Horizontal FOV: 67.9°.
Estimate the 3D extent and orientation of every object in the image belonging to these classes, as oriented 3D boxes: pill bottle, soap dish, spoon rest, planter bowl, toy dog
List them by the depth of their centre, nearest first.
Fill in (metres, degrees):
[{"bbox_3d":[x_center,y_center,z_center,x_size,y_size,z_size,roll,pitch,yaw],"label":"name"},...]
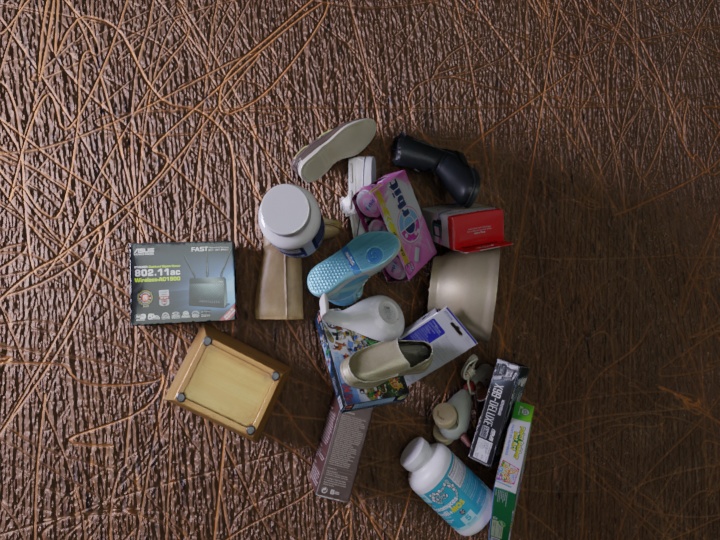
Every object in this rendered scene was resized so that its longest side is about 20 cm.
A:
[{"bbox_3d":[-0.122,-0.089,0.956,0.108,0.200,0.114,0,84,-1],"label":"pill bottle"},{"bbox_3d":[-0.250,0.217,1.022,0.197,0.081,0.160,28,80,-9],"label":"soap dish"},{"bbox_3d":[0.003,0.087,1.054,0.196,0.061,0.101,12,56,-29],"label":"spoon rest"},{"bbox_3d":[0.173,0.435,1.096,0.200,0.111,0.111,44,78,-6],"label":"pill bottle"},{"bbox_3d":[0.209,0.037,1.107,0.131,0.200,0.205,7,84,11],"label":"planter bowl"},{"bbox_3d":[0.232,0.289,1.120,0.096,0.132,0.202,33,84,33],"label":"toy dog"}]

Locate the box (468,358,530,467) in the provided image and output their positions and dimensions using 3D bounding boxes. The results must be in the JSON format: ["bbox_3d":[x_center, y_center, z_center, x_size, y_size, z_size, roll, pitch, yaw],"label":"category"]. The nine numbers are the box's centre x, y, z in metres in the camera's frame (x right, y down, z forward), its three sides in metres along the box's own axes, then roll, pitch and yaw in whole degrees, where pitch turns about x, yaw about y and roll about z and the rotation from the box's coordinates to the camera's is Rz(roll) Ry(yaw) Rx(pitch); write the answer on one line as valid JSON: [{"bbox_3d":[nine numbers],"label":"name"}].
[{"bbox_3d":[0.290,0.288,1.106,0.049,0.157,0.204,16,87,27],"label":"box"}]

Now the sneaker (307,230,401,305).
[{"bbox_3d":[0.000,0.000,1.065,0.197,0.131,0.081,-26,65,9],"label":"sneaker"}]

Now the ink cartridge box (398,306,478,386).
[{"bbox_3d":[0.136,0.149,1.081,0.100,0.199,0.039,49,34,-5],"label":"ink cartridge box"}]

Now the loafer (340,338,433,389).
[{"bbox_3d":[0.054,0.164,1.000,0.196,0.069,0.077,-9,58,-28],"label":"loafer"}]

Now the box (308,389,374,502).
[{"bbox_3d":[-0.036,0.334,1.058,0.073,0.100,0.205,16,83,-12],"label":"box"}]

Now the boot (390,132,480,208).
[{"bbox_3d":[0.148,-0.211,1.112,0.164,0.202,0.078,12,124,-14],"label":"boot"}]

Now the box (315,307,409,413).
[{"bbox_3d":[0.001,0.166,1.049,0.134,0.038,0.203,-4,56,-25],"label":"box"}]

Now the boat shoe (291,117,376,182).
[{"bbox_3d":[-0.056,-0.260,1.113,0.199,0.059,0.072,-38,135,-11],"label":"boat shoe"}]

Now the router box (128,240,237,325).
[{"bbox_3d":[-0.335,0.024,1.024,0.195,0.062,0.154,-2,85,-14],"label":"router box"}]

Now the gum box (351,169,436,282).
[{"bbox_3d":[0.070,-0.094,1.087,0.113,0.065,0.203,-39,113,-39],"label":"gum box"}]

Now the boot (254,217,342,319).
[{"bbox_3d":[-0.124,-0.003,1.082,0.170,0.066,0.205,1,85,-1],"label":"boot"}]

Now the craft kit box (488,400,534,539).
[{"bbox_3d":[0.298,0.402,1.058,0.047,0.203,0.199,9,41,19],"label":"craft kit box"}]

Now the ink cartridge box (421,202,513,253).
[{"bbox_3d":[0.215,-0.092,1.095,0.113,0.200,0.069,-11,105,-14],"label":"ink cartridge box"}]

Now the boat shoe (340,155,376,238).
[{"bbox_3d":[-0.008,-0.139,1.123,0.068,0.071,0.205,2,89,14],"label":"boat shoe"}]
